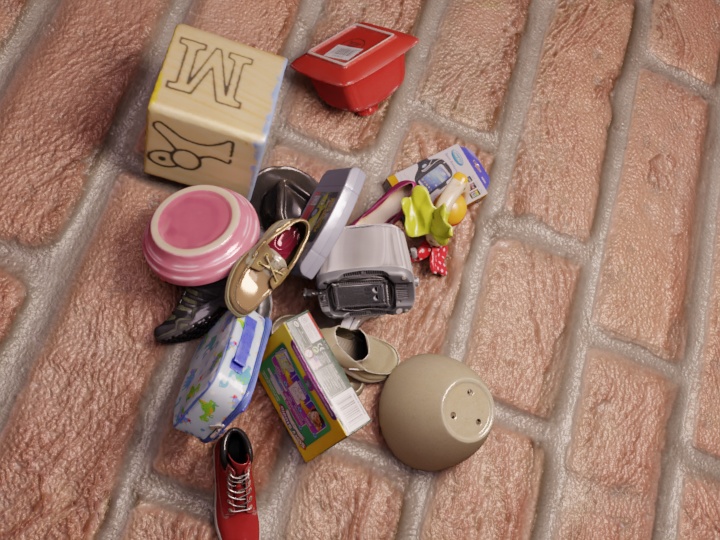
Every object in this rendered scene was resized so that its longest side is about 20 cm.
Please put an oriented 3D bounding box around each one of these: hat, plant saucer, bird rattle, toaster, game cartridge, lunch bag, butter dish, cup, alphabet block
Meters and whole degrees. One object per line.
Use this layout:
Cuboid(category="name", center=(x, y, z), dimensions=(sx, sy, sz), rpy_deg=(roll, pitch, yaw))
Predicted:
Cuboid(category="hat", center=(-0.126, -0.109, 1.465), dimensions=(0.196, 0.081, 0.205), rpy_deg=(4, 71, -12))
Cuboid(category="plant saucer", center=(-0.266, -0.069, 1.338), dimensions=(0.196, 0.051, 0.204), rpy_deg=(-3, 53, 4))
Cuboid(category="bird rattle", center=(0.155, -0.086, 1.469), dimensions=(0.112, 0.200, 0.164), rpy_deg=(29, 76, 26))
Cuboid(category="toaster", center=(0.000, 0.000, 1.377), dimensions=(0.195, 0.115, 0.131), rpy_deg=(-5, 45, 5))
Cuboid(category="game cartridge", center=(-0.065, -0.083, 1.372), dimensions=(0.041, 0.132, 0.203), rpy_deg=(32, 80, -28))
Cuboid(category="lunch bag", center=(-0.214, 0.158, 1.278), dimensions=(0.082, 0.161, 0.202), rpy_deg=(32, 34, -18))
Cuboid(category="butter dish", center=(-0.001, -0.367, 1.557), dimensions=(0.198, 0.150, 0.199), rpy_deg=(-35, 41, -22))
Cuboid(category="cup", center=(0.148, 0.236, 1.369), dimensions=(0.196, 0.143, 0.205), rpy_deg=(5, 78, -22))
Cuboid(category="alphabet block", center=(-0.254, -0.269, 1.413), dimensions=(0.196, 0.196, 0.200), rpy_deg=(16, 57, -10))

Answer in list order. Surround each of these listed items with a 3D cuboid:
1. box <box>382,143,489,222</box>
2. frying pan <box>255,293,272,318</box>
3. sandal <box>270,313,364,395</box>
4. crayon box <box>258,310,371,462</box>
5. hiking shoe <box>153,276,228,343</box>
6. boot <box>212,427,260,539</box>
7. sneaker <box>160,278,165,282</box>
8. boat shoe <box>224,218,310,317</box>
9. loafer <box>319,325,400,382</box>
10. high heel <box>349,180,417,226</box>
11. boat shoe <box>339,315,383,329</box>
Cuboid(category="box", center=(0.154, -0.162, 1.579), dimensions=(0.198, 0.042, 0.120), rpy_deg=(-27, 80, -23))
Cuboid(category="frying pan", center=(-0.175, 0.037, 1.379), dimensions=(0.188, 0.031, 0.116), rpy_deg=(-32, 81, 17))
Cuboid(category="sandal", center=(-0.069, 0.143, 1.410), dimensions=(0.199, 0.054, 0.081), rpy_deg=(41, 67, 1))
Cuboid(category="crayon box", center=(-0.087, 0.192, 1.322), dimensions=(0.058, 0.173, 0.202), rpy_deg=(-24, 79, -34))
Cuboid(category="hiking shoe", center=(-0.269, 0.044, 1.362), dimensions=(0.198, 0.076, 0.102), rpy_deg=(-33, 73, 6))
Cuboid(category="boot", center=(-0.190, 0.351, 1.262), dimensions=(0.071, 0.144, 0.204), rpy_deg=(-7, 75, -18))
Cuboid(category="sneaker", center=(-0.270, -0.035, 1.410), dimensions=(0.196, 0.078, 0.092), rpy_deg=(-19, 77, -8))
Cuboid(category="boat shoe", center=(-0.145, -0.013, 1.291), dimensions=(0.074, 0.066, 0.202), rpy_deg=(44, 53, -23))
Cuboid(category="loafer", center=(0.000, 0.141, 1.388), dimensions=(0.198, 0.068, 0.077), rpy_deg=(15, 58, -39))
Cuboid(category="high heel", center=(0.027, -0.086, 1.472), dimensions=(0.199, 0.096, 0.068), rpy_deg=(-37, 82, -5))
Cuboid(category="boat shoe", center=(0.028, 0.049, 1.457), dimensions=(0.065, 0.074, 0.201), rpy_deg=(33, 68, 3))
